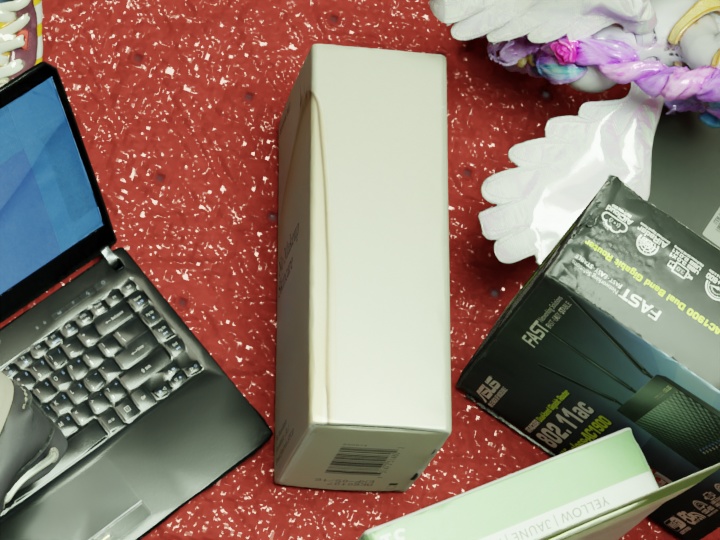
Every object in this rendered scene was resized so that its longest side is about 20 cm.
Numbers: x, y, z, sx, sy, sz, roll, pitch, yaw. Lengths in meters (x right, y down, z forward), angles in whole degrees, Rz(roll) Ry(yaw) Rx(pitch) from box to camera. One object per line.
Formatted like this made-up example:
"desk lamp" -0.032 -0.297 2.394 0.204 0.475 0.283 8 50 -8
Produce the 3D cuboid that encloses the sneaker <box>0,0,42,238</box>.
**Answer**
"sneaker" -0.193 -0.114 1.161 0.075 0.090 0.201 -6 69 -16

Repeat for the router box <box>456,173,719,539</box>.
"router box" 0.141 0.049 1.112 0.150 0.200 0.062 35 69 2

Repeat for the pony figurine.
"pony figurine" 0.126 -0.114 1.185 0.192 0.200 0.167 -17 117 -9

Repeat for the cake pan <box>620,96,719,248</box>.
"cake pan" 0.198 -0.017 1.245 0.199 0.037 0.201 5 67 -11

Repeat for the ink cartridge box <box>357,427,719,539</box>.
"ink cartridge box" 0.073 0.116 1.068 0.145 0.200 0.048 -20 75 -18

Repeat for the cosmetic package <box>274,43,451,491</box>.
"cosmetic package" 0.000 0.000 1.154 0.073 0.104 0.201 4 66 -11

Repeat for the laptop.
"laptop" -0.160 0.038 1.099 0.177 0.103 0.200 -36 80 -23

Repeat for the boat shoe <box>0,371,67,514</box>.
"boat shoe" -0.186 0.142 1.031 0.063 0.073 0.201 39 59 -35
